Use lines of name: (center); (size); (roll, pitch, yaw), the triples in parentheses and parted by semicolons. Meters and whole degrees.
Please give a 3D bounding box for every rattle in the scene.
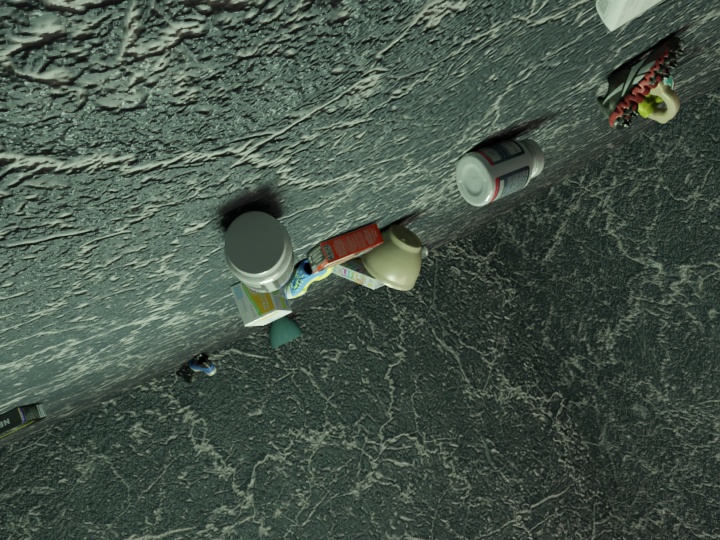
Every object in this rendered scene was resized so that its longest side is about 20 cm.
rattle: (0.757, -0.471, 1.453); (0.141, 0.132, 0.201); (-35, 148, 2)

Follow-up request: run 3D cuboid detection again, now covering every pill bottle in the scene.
pill bottle: (-0.168, -0.029, 0.989); (0.111, 0.117, 0.200); (-24, 175, -8)
pill bottle: (0.328, -0.235, 1.365); (0.196, 0.123, 0.119); (-22, 175, -28)

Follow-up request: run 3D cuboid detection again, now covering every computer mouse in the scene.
computer mouse: (-0.893, 0.526, 3.210); (0.136, 0.054, 0.198); (22, -146, 28)

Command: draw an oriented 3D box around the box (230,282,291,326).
box: (-0.268, 0.080, 1.617); (0.099, 0.116, 0.200); (-23, 175, 2)

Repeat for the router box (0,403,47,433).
router box: (-1.119, 0.489, 1.853); (0.195, 0.054, 0.157); (-25, 175, -6)

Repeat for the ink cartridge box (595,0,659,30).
ink cartridge box: (0.375, -0.370, 0.666); (0.197, 0.051, 0.161); (-31, 174, 14)

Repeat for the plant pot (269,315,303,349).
plant pot: (-0.429, 0.332, 3.285); (0.195, 0.138, 0.200); (-25, 175, -2)

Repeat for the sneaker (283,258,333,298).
sneaker: (-0.175, 0.012, 1.726); (0.197, 0.077, 0.104); (-35, 161, 16)

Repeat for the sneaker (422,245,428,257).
sneaker: (0.272, -0.068, 3.194); (0.113, 0.077, 0.200); (-15, 159, -40)

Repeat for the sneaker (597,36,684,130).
sneaker: (0.569, -0.399, 1.217); (0.070, 0.099, 0.202); (-1, 134, -47)

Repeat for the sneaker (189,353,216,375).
sneaker: (-0.851, 0.481, 3.114); (0.196, 0.113, 0.077); (13, -131, 39)

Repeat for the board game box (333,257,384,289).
board game box: (0.000, 0.000, 1.911); (0.196, 0.035, 0.133); (21, -158, 29)

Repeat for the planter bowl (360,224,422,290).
planter bowl: (0.115, -0.056, 1.861); (0.198, 0.199, 0.137); (-18, 144, -54)

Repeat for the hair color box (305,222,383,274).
hair color box: (-0.042, -0.061, 1.619); (0.196, 0.063, 0.101); (-22, 175, -33)
